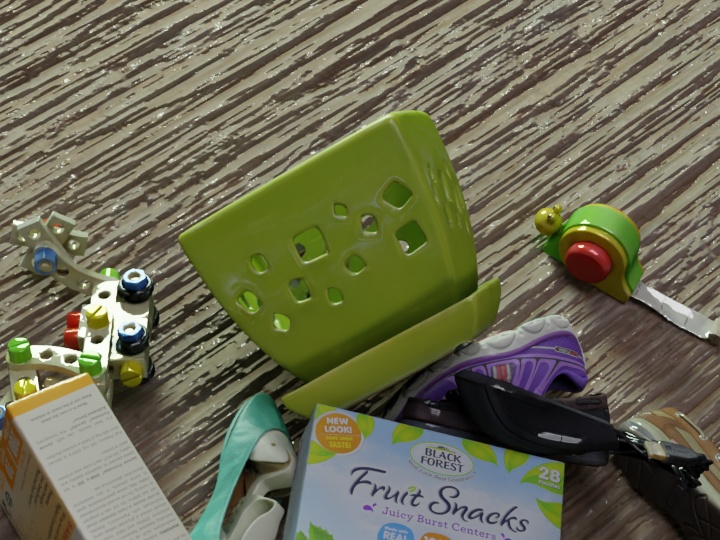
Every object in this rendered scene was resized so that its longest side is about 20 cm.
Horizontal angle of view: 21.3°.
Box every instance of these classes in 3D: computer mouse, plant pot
[{"bbox_3d":[0.168,0.130,1.449,0.199,0.140,0.046,22,86,-31],"label":"computer mouse"},{"bbox_3d":[0.000,0.000,1.500,0.198,0.200,0.182,-29,88,11],"label":"plant pot"}]

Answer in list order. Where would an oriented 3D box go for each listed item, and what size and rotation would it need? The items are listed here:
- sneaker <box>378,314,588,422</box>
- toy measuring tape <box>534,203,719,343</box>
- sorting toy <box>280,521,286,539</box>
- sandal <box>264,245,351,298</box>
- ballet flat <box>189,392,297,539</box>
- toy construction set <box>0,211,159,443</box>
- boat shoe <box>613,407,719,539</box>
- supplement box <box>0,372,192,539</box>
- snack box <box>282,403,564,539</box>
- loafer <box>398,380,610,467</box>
[{"bbox_3d":[0.107,0.101,1.584,0.199,0.081,0.084,-20,76,-24],"label":"sneaker"},{"bbox_3d":[0.246,-0.005,1.699,0.199,0.074,0.074,30,53,6],"label":"toy measuring tape"},{"bbox_3d":[0.061,0.264,1.457,0.199,0.070,0.199,-14,61,-25],"label":"sorting toy"},{"bbox_3d":[0.002,0.005,1.629,0.199,0.055,0.082,25,53,2],"label":"sandal"},{"bbox_3d":[-0.080,0.176,1.468,0.070,0.067,0.200,-9,41,32],"label":"ballet flat"},{"bbox_3d":[-0.230,0.047,1.517,0.130,0.092,0.201,-4,55,1],"label":"toy construction set"},{"bbox_3d":[0.298,0.189,1.578,0.072,0.076,0.200,-28,69,-33],"label":"boat shoe"},{"bbox_3d":[-0.190,0.195,1.397,0.073,0.126,0.200,-23,64,-29],"label":"supplement box"},{"bbox_3d":[0.044,0.203,1.408,0.199,0.068,0.169,15,51,-7],"label":"snack box"},{"bbox_3d":[0.118,0.115,1.535,0.199,0.072,0.063,13,84,-31],"label":"loafer"}]
